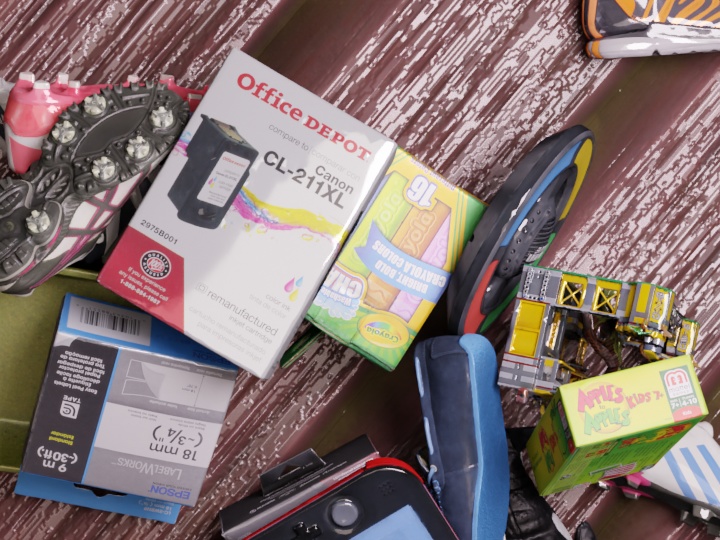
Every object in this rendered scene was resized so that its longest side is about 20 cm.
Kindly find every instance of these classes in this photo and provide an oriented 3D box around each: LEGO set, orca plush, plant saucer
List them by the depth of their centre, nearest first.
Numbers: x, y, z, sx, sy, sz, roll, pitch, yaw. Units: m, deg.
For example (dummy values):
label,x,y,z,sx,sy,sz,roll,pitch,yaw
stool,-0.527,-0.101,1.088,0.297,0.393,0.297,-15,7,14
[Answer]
label,x,y,z,sx,sy,sz,roll,pitch,yaw
plant saucer,-0.257,0.072,1.216,0.198,0.048,0.201,9,118,-12
LEGO set,0.194,0.076,1.220,0.152,0.200,0.117,12,82,16
orca plush,0.161,0.236,1.300,0.104,0.071,0.202,-7,96,-6

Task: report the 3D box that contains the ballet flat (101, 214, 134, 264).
label,x,y,z,sx,sy,sz,roll,pitch,yaw
ballet flat,-0.127,-0.057,1.214,0.199,0.067,0.064,-21,108,-32

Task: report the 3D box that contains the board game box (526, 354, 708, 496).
label,x,y,z,sx,sy,sz,roll,pitch,yaw
board game box,0.194,0.124,1.169,0.101,0.200,0.048,-14,72,-5

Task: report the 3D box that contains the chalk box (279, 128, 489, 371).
label,x,y,z,sx,sy,sz,roll,pitch,yaw
chalk box,0.000,0.000,1.233,0.123,0.125,0.201,32,92,-8

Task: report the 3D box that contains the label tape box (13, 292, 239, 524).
label,x,y,z,sx,sy,sz,roll,pitch,yaw
label tape box,-0.189,0.131,1.193,0.143,0.063,0.201,13,117,-13

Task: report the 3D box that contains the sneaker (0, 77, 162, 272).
label,x,y,z,sx,sy,sz,roll,pitch,yaw
sneaker,-0.261,-0.065,1.216,0.198,0.079,0.130,30,83,-19

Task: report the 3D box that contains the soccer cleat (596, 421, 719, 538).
label,x,y,z,sx,sy,sz,roll,pitch,yaw
soccer cleat,0.260,0.160,1.316,0.199,0.070,0.087,26,70,-6

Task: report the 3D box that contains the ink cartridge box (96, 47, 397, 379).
label,x,y,z,sx,sy,sz,roll,pitch,yaw
ink cartridge box,-0.082,-0.041,1.117,0.145,0.083,0.201,30,86,1

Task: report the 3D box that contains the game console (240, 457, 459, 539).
label,x,y,z,sx,sy,sz,roll,pitch,yaw
game console,0.005,0.259,1.163,0.176,0.031,0.201,-32,106,0

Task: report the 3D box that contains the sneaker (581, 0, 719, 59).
label,x,y,z,sx,sy,sz,roll,pitch,yaw
sneaker,0.286,-0.241,1.268,0.198,0.078,0.113,-5,97,-6

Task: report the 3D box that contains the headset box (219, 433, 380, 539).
label,x,y,z,sx,sy,sz,roll,pitch,yaw
headset box,-0.020,0.248,1.277,0.148,0.077,0.201,-26,99,-4

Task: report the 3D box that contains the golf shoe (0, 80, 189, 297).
label,x,y,z,sx,sy,sz,roll,pitch,yaw
golf shoe,-0.208,-0.062,1.120,0.200,0.088,0.077,-42,70,-12

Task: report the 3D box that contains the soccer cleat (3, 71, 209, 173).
label,x,y,z,sx,sy,sz,roll,pitch,yaw
soccer cleat,-0.183,-0.112,1.178,0.199,0.067,0.077,0,112,-34

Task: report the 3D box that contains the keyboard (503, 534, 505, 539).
label,x,y,z,sx,sy,sz,roll,pitch,yaw
keyboard,0.023,0.234,1.237,0.198,0.011,0.057,-7,96,-8

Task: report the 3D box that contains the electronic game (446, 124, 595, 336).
label,x,y,z,sx,sy,sz,roll,pitch,yaw
electronic game,0.131,-0.028,1.214,0.041,0.200,0.201,33,91,15

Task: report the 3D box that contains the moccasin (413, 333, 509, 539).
label,x,y,z,sx,sy,sz,roll,pitch,yaw
moccasin,0.079,0.147,1.210,0.068,0.080,0.202,2,100,27
